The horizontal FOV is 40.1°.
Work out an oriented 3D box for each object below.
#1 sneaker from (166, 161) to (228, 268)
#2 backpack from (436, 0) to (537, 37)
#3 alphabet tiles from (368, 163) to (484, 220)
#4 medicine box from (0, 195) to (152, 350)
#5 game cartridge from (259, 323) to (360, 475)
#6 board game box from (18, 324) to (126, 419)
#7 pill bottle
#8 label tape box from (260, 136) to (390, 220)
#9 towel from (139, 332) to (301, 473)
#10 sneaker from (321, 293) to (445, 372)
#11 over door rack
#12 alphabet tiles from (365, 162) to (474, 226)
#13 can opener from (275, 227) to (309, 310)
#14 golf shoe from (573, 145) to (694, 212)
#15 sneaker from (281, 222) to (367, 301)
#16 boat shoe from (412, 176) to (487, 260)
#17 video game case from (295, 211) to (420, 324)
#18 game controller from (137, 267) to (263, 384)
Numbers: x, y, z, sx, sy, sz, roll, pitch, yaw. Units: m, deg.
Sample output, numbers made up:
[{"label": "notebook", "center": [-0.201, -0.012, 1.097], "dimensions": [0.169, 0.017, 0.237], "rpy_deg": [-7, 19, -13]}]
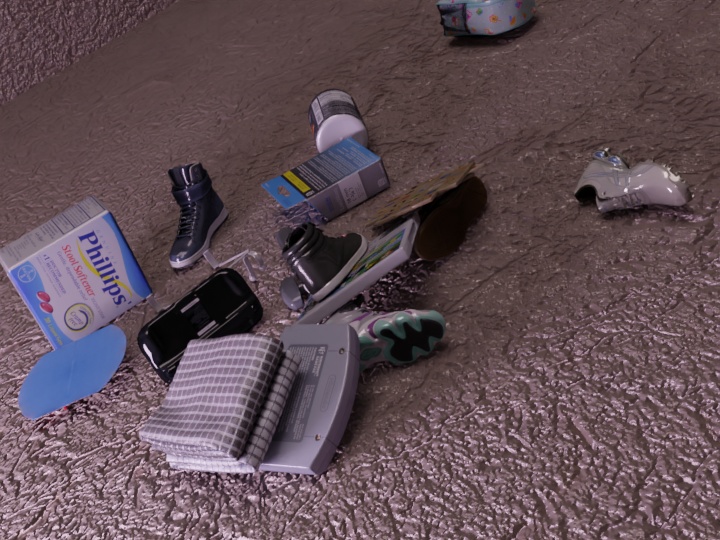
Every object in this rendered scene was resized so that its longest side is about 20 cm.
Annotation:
[{"label": "sneaker", "center": [-0.326, -0.112, 1.831], "dimensions": [0.076, 0.148, 0.204], "rpy_deg": [-7, 35, 21]}, {"label": "backpack", "center": [0.286, -0.600, 2.185], "dimensions": [0.175, 0.155, 0.198], "rpy_deg": [-35, 39, -30]}, {"label": "alphabet tiles", "center": [0.108, -0.129, 1.648], "dimensions": [0.198, 0.006, 0.166], "rpy_deg": [-30, 10, -9]}, {"label": "medicine box", "center": [-0.497, 0.005, 1.724], "dimensions": [0.198, 0.184, 0.103], "rpy_deg": [-33, 33, -17]}, {"label": "game cartridge", "center": [-0.070, 0.165, 1.280], "dimensions": [0.131, 0.040, 0.203], "rpy_deg": [-5, 57, 36]}, {"label": "board game box", "center": [-0.452, 0.174, 1.580], "dimensions": [0.197, 0.039, 0.159], "rpy_deg": [-24, 35, 8]}, {"label": "pill bottle", "center": [-0.049, -0.297, 1.974], "dimensions": [0.105, 0.107, 0.201], "rpy_deg": [-21, 30, 2]}, {"label": "label tape box", "center": [-0.065, -0.156, 1.806], "dimensions": [0.198, 0.064, 0.144], "rpy_deg": [-30, 32, -11]}, {"label": "towel", "center": [-0.186, 0.169, 1.282], "dimensions": [0.198, 0.085, 0.168], "rpy_deg": [-7, 55, 43]}, {"label": "sneaker", "center": [0.019, 0.073, 1.384], "dimensions": [0.197, 0.079, 0.141], "rpy_deg": [-18, 32, 7]}, {"label": "over door rack", "center": [-0.254, 0.029, 1.655], "dimensions": [0.147, 0.067, 0.199], "rpy_deg": [-40, 21, -26]}, {"label": "alphabet tiles", "center": [0.095, -0.121, 1.559], "dimensions": [0.164, 0.006, 0.200], "rpy_deg": [-24, 11, 25]}, {"label": "can opener", "center": [-0.112, -0.009, 1.622], "dimensions": [0.066, 0.053, 0.201], "rpy_deg": [-24, 30, 0]}, {"label": "golf shoe", "center": [0.398, -0.113, 1.451], "dimensions": [0.097, 0.078, 0.199], "rpy_deg": [-48, 30, -9]}, {"label": "sneaker", "center": [-0.053, -0.039, 1.472], "dimensions": [0.070, 0.100, 0.200], "rpy_deg": [-34, 10, 26]}, {"label": "boat shoe", "center": [0.128, -0.080, 1.566], "dimensions": [0.071, 0.073, 0.200], "rpy_deg": [-10, 30, 44]}, {"label": "video game case", "center": [0.000, 0.000, 1.460], "dimensions": [0.199, 0.022, 0.183], "rpy_deg": [-35, 11, 18]}, {"label": "game controller", "center": [-0.245, 0.083, 1.522], "dimensions": [0.199, 0.105, 0.042], "rpy_deg": [-38, -4, -25]}]
